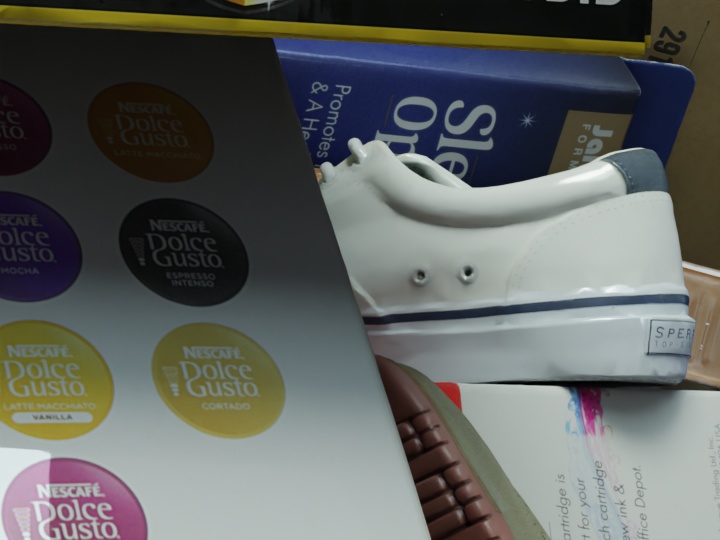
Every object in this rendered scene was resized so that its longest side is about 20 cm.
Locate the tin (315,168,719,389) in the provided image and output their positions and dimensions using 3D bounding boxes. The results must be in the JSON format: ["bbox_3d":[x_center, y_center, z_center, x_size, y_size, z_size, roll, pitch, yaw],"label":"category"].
[{"bbox_3d":[0.063,0.004,0.859,0.199,0.042,0.112,14,7,-4],"label":"tin"}]

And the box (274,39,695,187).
[{"bbox_3d":[0.021,-0.027,0.939,0.199,0.121,0.032,4,33,-20],"label":"box"}]

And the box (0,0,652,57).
[{"bbox_3d":[-0.047,-0.082,0.592,0.159,0.049,0.200,-1,9,-23],"label":"box"}]

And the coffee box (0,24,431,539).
[{"bbox_3d":[-0.120,0.074,0.592,0.199,0.200,0.198,1,52,-25],"label":"coffee box"}]

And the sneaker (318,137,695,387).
[{"bbox_3d":[0.000,0.000,0.740,0.199,0.071,0.073,-2,-8,22],"label":"sneaker"}]

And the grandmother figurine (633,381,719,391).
[{"bbox_3d":[0.173,0.052,0.952,0.200,0.061,0.121,16,22,-6],"label":"grandmother figurine"}]

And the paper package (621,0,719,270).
[{"bbox_3d":[0.074,-0.097,0.999,0.190,0.200,0.104,7,33,-17],"label":"paper package"}]

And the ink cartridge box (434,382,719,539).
[{"bbox_3d":[0.046,0.093,0.700,0.200,0.067,0.117,4,75,-30],"label":"ink cartridge box"}]

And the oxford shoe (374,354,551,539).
[{"bbox_3d":[0.042,0.109,0.625,0.074,0.071,0.200,-23,89,-54],"label":"oxford shoe"}]
